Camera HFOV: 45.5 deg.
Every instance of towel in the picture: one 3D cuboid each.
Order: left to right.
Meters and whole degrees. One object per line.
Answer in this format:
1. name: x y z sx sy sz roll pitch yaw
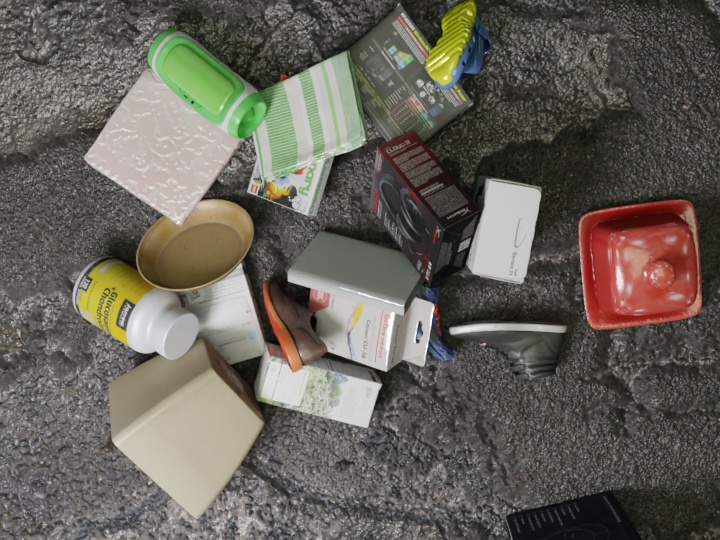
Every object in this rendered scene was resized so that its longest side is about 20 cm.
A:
1. towel: -0.320 -0.203 1.411 0.199 0.032 0.192 34 83 -3
2. towel: -0.088 -0.240 1.360 0.197 0.023 0.155 -18 79 26

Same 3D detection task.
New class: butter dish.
1. butter dish: 0.463 -0.003 1.373 0.196 0.148 0.203 -7 96 3

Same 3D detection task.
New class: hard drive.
1. hard drive: 0.000 0.000 1.373 0.197 0.132 0.027 15 129 17

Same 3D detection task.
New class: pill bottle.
1. pill bottle: -0.362 0.064 1.390 0.198 0.112 0.114 26 98 25

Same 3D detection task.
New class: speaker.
1. speaker: -0.245 -0.298 1.370 0.199 0.088 0.089 40 97 12

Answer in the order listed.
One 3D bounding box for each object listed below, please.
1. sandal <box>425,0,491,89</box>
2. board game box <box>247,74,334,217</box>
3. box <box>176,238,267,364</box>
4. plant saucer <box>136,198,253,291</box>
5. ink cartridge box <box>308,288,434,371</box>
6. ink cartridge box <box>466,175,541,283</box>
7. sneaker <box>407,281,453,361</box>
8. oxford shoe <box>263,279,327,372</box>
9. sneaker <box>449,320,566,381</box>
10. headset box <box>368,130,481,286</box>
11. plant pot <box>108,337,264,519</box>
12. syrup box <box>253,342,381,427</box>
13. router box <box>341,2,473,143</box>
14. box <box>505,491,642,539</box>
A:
1. sandal: 0.162 -0.342 1.338 0.079 0.201 0.087 -19 123 39
2. board game box: -0.100 -0.203 1.398 0.125 0.034 0.203 21 98 25
3. box: -0.255 0.063 1.457 0.153 0.041 0.203 -16 96 4
4. plant saucer: -0.264 -0.034 1.396 0.197 0.202 0.036 -11 137 3
5. ink cartridge box: 0.013 0.085 1.394 0.197 0.067 0.119 16 108 24
6. ink cartridge box: 0.216 -0.070 1.345 0.082 0.200 0.149 10 97 0
7. sneaker: 0.106 0.062 1.431 0.078 0.075 0.202 -30 97 2
8. oxford shoe: -0.108 0.082 1.397 0.072 0.201 0.072 -21 135 -8
9. sneaker: 0.246 0.135 1.434 0.196 0.071 0.101 2 92 -3
10. headset box: 0.089 -0.103 1.330 0.076 0.150 0.201 -26 63 -22
11. plant pot: -0.270 0.232 1.382 0.176 0.200 0.200 -40 116 -1
12. syrup box: -0.071 0.190 1.430 0.197 0.081 0.080 16 98 -13
13. router box: 0.066 -0.301 1.390 0.149 0.062 0.201 -37 95 7
14. box: 0.357 0.478 1.410 0.193 0.200 0.126 -16 98 4
